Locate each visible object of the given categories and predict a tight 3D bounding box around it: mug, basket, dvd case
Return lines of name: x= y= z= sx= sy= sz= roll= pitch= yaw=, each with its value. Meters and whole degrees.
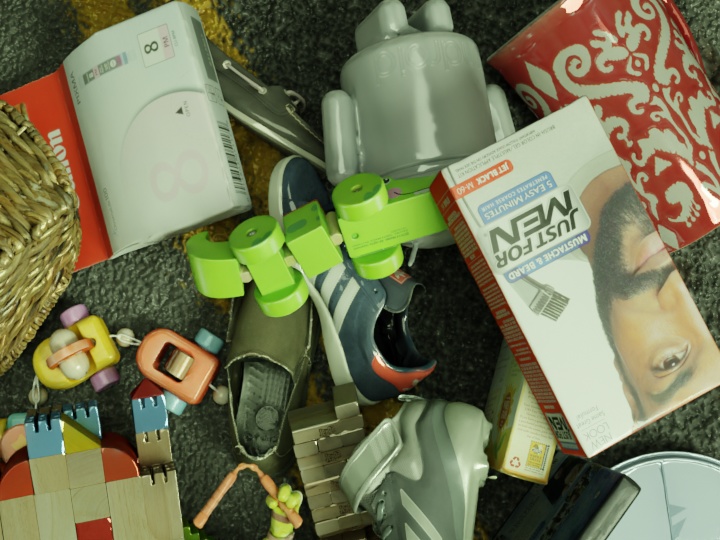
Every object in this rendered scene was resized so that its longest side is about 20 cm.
mug: x=0.223 y=-0.136 z=0.810 sx=0.177 sy=0.133 sz=0.201 roll=-38 pitch=95 yaw=-11
basket: x=-0.311 y=-0.046 z=0.814 sx=0.199 sy=0.150 sz=0.143 roll=35 pitch=60 yaw=12
dvd case: x=0.122 y=0.194 z=0.736 sx=0.017 sy=0.200 sz=0.143 roll=37 pitch=85 yaw=2

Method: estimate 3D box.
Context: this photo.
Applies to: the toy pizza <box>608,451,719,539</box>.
toy pizza: x=0.243 y=0.242 z=0.817 sx=0.197 sy=0.032 sz=0.204 roll=0 pitch=82 yaw=1

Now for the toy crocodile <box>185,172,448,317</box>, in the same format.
toy crocodile: x=-0.029 y=-0.025 z=0.751 sx=0.197 sy=0.062 sz=0.068 roll=-20 pitch=127 yaw=6

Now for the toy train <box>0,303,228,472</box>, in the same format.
toy train: x=-0.201 y=0.110 z=0.819 sx=0.149 sy=0.056 sz=0.201 roll=35 pitch=84 yaw=4

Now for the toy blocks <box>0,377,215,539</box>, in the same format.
toy blocks: x=-0.209 y=0.158 z=0.766 sx=0.197 sy=0.100 sz=0.139 roll=-8 pitch=97 yaw=-14

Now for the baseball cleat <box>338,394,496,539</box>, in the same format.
baseball cleat: x=0.031 y=0.182 z=0.703 sx=0.105 sy=0.070 sz=0.202 roll=9 pitch=60 yaw=8

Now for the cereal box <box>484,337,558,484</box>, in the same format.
cereal box: x=0.133 y=0.051 z=0.784 sx=0.039 sy=0.144 sz=0.203 roll=16 pitch=84 yaw=1

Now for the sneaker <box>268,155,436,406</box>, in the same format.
sneaker: x=0.000 y=0.000 z=0.805 sx=0.084 sy=0.075 sz=0.202 roll=-19 pitch=98 yaw=34

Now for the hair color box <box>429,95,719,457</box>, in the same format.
hair color box: x=0.139 y=0.005 z=0.686 sx=0.110 sy=0.064 sz=0.202 roll=-27 pitch=87 yaw=-6

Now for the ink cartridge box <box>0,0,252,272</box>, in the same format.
ink cartridge box: x=-0.196 y=-0.094 z=0.817 sx=0.197 sy=0.057 sz=0.165 roll=-18 pitch=86 yaw=11

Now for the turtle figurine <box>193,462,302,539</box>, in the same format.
turtle figurine: x=-0.051 y=0.242 z=0.737 sx=0.159 sy=0.064 sz=0.203 roll=15 pitch=91 yaw=-4

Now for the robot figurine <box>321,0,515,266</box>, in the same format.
robot figurine: x=0.047 y=-0.105 z=0.817 sx=0.167 sy=0.113 sz=0.203 roll=-8 pitch=83 yaw=-21

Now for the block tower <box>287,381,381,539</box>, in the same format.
block tower: x=-0.006 y=0.190 z=0.784 sx=0.057 sy=0.054 sz=0.203 roll=-13 pitch=101 yaw=-3

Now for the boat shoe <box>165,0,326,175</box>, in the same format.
boat shoe: x=-0.093 y=-0.148 z=0.846 sx=0.199 sy=0.067 sz=0.057 roll=33 pitch=88 yaw=7

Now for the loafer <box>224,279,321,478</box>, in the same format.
loafer: x=-0.067 y=0.059 z=0.818 sx=0.074 sy=0.070 sz=0.203 roll=0 pitch=83 yaw=0
